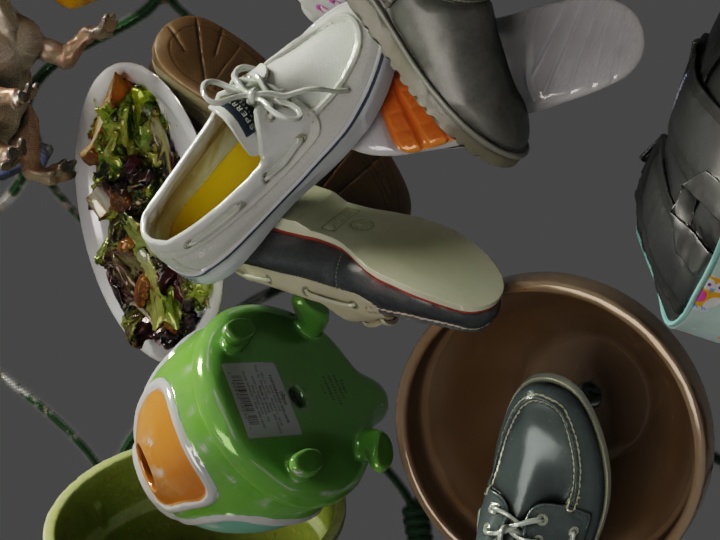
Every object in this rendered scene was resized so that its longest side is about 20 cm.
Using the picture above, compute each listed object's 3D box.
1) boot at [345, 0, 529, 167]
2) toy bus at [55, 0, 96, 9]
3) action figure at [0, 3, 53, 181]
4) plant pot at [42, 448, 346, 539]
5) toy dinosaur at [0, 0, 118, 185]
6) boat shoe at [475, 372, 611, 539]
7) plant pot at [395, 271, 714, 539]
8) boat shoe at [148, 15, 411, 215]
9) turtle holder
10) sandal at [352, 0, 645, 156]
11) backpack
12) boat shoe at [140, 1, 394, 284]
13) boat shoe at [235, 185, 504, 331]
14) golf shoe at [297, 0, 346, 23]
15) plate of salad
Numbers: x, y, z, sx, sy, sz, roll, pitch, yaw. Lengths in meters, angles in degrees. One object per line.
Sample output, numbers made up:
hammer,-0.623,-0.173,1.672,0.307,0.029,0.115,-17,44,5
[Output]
boot,0.095,-0.179,1.277,0.200,0.073,0.182,-38,97,24
toy bus,-0.145,-0.266,1.439,0.078,0.065,0.200,46,119,6
action figure,-0.306,-0.127,1.540,0.193,0.105,0.200,-40,105,23
plant pot,-0.101,0.239,1.517,0.199,0.200,0.185,8,120,23
toy dinosaur,-0.243,-0.128,1.446,0.135,0.086,0.201,29,118,25
boat shoe,0.103,0.162,1.351,0.072,0.062,0.201,13,111,21
plant pot,0.130,0.091,1.404,0.200,0.093,0.202,8,109,24
boat shoe,-0.057,-0.080,1.463,0.200,0.072,0.072,36,147,0
turtle holder,-0.064,0.092,1.433,0.132,0.186,0.141,-35,98,33
sandal,0.075,-0.112,1.388,0.205,0.059,0.080,-11,76,8
backpack,0.237,-0.042,1.253,0.153,0.200,0.176,24,113,-1
boat shoe,-0.062,-0.088,1.342,0.202,0.086,0.075,-48,58,3
boat shoe,0.000,0.000,1.377,0.199,0.071,0.063,21,124,28
golf shoe,-0.001,-0.195,1.394,0.199,0.073,0.093,18,117,29
plate of salad,-0.148,-0.035,1.478,0.200,0.048,0.201,25,121,51
